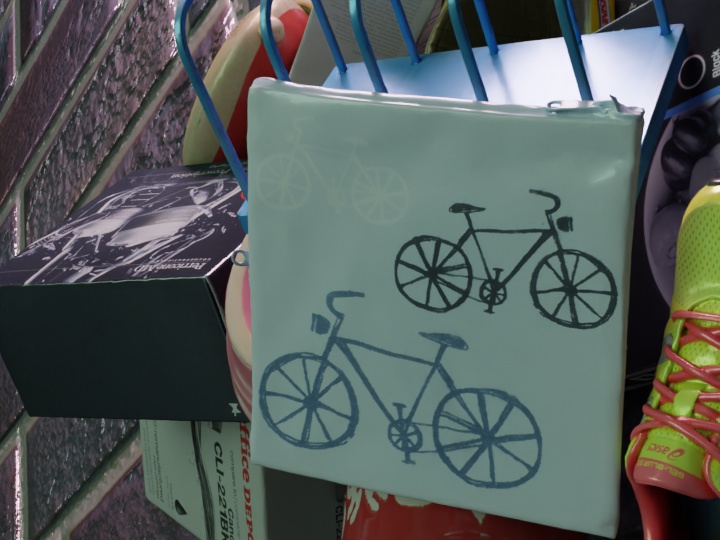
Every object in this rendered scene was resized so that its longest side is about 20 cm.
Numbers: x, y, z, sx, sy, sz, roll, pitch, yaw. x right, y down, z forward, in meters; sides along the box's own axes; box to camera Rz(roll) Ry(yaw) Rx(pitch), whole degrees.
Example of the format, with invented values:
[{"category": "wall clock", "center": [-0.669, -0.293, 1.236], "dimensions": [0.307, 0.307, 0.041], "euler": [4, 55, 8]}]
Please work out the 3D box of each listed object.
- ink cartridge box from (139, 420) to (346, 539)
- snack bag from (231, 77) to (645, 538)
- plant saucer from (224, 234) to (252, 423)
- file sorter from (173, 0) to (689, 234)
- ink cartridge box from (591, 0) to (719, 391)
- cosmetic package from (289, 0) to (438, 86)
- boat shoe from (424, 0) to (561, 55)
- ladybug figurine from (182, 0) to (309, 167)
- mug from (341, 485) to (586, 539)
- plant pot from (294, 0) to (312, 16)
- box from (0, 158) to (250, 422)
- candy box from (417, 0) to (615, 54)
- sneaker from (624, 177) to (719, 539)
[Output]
[{"category": "ink cartridge box", "center": [-0.082, 0.119, 0.946], "dimensions": [0.200, 0.084, 0.145], "euler": [17, 114, 54]}, {"category": "snack bag", "center": [0.029, 0.013, 0.595], "dimensions": [0.188, 0.021, 0.200], "euler": [8, 110, 23]}, {"category": "plant saucer", "center": [0.000, 0.000, 0.699], "dimensions": [0.200, 0.051, 0.201], "euler": [-26, 44, 28]}, {"category": "file sorter", "center": [0.034, -0.110, 0.629], "dimensions": [0.200, 0.123, 0.139], "euler": [-2, 40, 28]}, {"category": "ink cartridge box", "center": [0.153, -0.041, 0.697], "dimensions": [0.200, 0.043, 0.199], "euler": [-28, 58, 54]}, {"category": "cosmetic package", "center": [0.014, -0.188, 0.826], "dimensions": [0.200, 0.074, 0.102], "euler": [121, 168, -56]}, {"category": "boat shoe", "center": [0.086, -0.160, 0.781], "dimensions": [0.066, 0.074, 0.200], "euler": [-91, 23, -86]}, {"category": "ladybug figurine", "center": [-0.072, -0.121, 0.978], "dimensions": [0.136, 0.072, 0.200], "euler": [-56, -3, -22]}, {"category": "mug", "center": [0.045, 0.093, 0.733], "dimensions": [0.178, 0.133, 0.200], "euler": [132, 147, -52]}, {"category": "plant pot", "center": [-0.058, -0.141, 1.101], "dimensions": [0.200, 0.027, 0.201], "euler": [-29, 55, 53]}, {"category": "box", "center": [-0.114, 0.008, 0.885], "dimensions": [0.200, 0.182, 0.104], "euler": [-3, 118, 32]}, {"category": "candy box", "center": [0.089, -0.155, 0.859], "dimensions": [0.200, 0.026, 0.102], "euler": [-21, 59, 55]}, {"category": "sneaker", "center": [0.153, 0.061, 0.564], "dimensions": [0.078, 0.090, 0.201], "euler": [9, 106, 48]}]
